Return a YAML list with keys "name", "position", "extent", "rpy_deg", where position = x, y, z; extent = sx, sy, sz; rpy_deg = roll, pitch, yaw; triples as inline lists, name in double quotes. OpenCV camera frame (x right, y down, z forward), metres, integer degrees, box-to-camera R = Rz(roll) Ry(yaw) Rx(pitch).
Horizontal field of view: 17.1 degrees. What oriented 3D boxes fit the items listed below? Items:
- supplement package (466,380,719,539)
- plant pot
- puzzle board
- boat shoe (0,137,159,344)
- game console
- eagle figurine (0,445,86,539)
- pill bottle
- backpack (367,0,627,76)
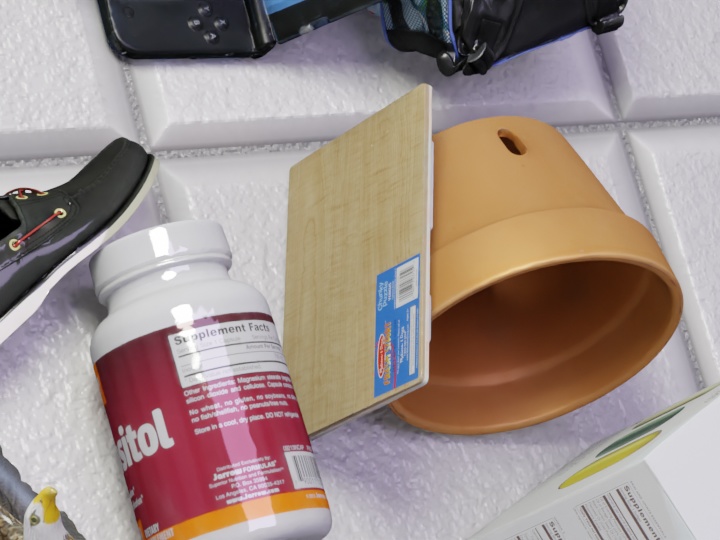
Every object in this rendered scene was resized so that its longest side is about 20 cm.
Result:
- name: "supplement package"
  position: [0.203, 0.175, 1.521]
  extent: [0.152, 0.200, 0.151]
  rpy_deg: [-32, 89, -38]
- name: "plant pot"
  position: [0.090, -0.005, 1.547]
  extent: [0.200, 0.200, 0.140]
  rpy_deg: [2, 52, -32]
- name: "puzzle board"
  position: [0.000, 0.000, 1.499]
  extent: [0.017, 0.151, 0.200]
  rpy_deg: [17, 61, -32]
- name: "boat shoe"
  position: [-0.196, -0.021, 1.431]
  extent: [0.063, 0.074, 0.201]
  rpy_deg: [52, 56, -13]
- name: "game console"
  position: [-0.088, -0.252, 1.573]
  extent: [0.171, 0.118, 0.200]
  rpy_deg: [-4, 72, -34]
- name: "eagle figurine"
  position: [-0.197, 0.163, 1.339]
  extent: [0.200, 0.151, 0.152]
  rpy_deg: [20, 11, 9]
- name: "pill bottle"
  position: [-0.096, 0.078, 1.428]
  extent: [0.113, 0.113, 0.200]
  rpy_deg: [-8, 73, -35]
- name: "backpack"
  position: [0.081, -0.256, 1.635]
  extent: [0.183, 0.147, 0.200]
  rpy_deg: [-22, 118, -38]
